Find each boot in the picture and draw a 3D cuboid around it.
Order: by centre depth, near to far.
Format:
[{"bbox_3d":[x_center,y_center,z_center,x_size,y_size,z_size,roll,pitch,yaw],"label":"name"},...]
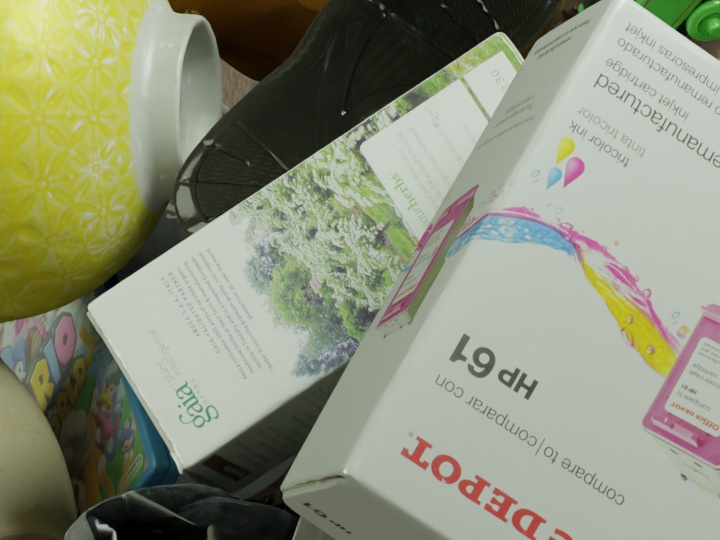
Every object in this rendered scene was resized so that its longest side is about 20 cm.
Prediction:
[{"bbox_3d":[-0.068,0.128,1.038,0.165,0.200,0.066,-10,80,20],"label":"boot"},{"bbox_3d":[0.012,-0.066,1.112,0.200,0.151,0.073,-44,76,-3],"label":"boot"},{"bbox_3d":[-0.012,-0.128,1.155,0.201,0.144,0.071,-18,63,53],"label":"boot"}]

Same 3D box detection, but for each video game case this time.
[{"bbox_3d":[-0.148,0.060,1.194,0.143,0.018,0.200,-54,42,34],"label":"video game case"}]

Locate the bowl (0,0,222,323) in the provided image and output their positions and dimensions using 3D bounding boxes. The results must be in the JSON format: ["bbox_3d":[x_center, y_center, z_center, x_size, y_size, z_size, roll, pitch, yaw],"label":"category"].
[{"bbox_3d":[-0.121,-0.072,1.094,0.200,0.108,0.200,3,-90,-79],"label":"bowl"}]

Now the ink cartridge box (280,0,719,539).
[{"bbox_3d":[0.086,0.030,0.869,0.200,0.145,0.085,-60,11,-15],"label":"ink cartridge box"}]

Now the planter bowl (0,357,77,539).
[{"bbox_3d":[-0.200,0.128,1.085,0.135,0.200,0.200,36,109,36],"label":"planter bowl"}]

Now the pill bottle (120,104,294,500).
[{"bbox_3d":[-0.095,0.013,1.253,0.116,0.116,0.200,-49,41,35],"label":"pill bottle"}]

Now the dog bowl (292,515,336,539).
[{"bbox_3d":[0.026,0.132,0.970,0.059,0.200,0.200,15,90,18],"label":"dog bowl"}]

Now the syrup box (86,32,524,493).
[{"bbox_3d":[0.000,0.000,0.993,0.200,0.081,0.079,-34,74,4],"label":"syrup box"}]

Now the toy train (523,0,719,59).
[{"bbox_3d":[0.084,-0.065,1.063,0.200,0.056,0.042,-49,41,35],"label":"toy train"}]
